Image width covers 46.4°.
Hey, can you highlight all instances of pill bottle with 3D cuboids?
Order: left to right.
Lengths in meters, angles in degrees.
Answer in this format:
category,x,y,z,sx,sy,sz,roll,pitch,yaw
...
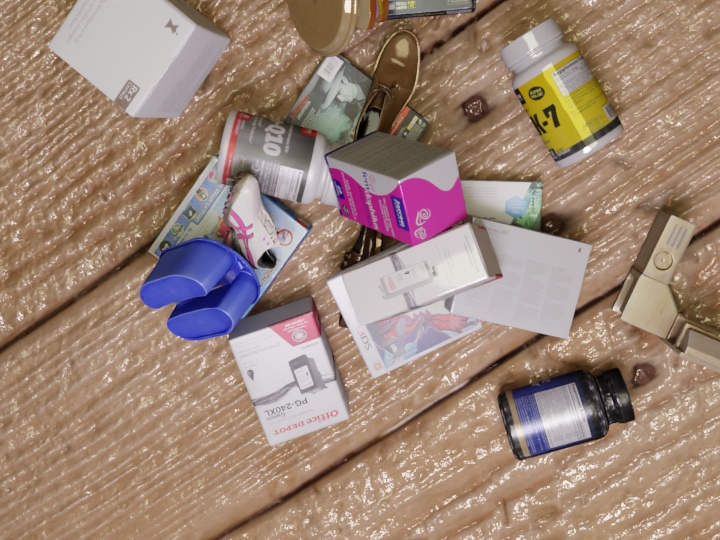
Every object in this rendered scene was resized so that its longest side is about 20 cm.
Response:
category,x,y,z,sx,sy,sz,roll,pitch,yaw
pill bottle,-0.116,-0.169,1.300,0.197,0.114,0.115,12,100,-7
pill bottle,0.300,-0.268,1.266,0.114,0.114,0.201,-31,94,10
pill bottle,0.327,0.225,1.341,0.198,0.112,0.113,-18,97,8

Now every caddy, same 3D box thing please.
category,x,y,z,sx,sy,sz,roll,pitch,yaw
caddy,-0.246,0.023,1.301,0.198,0.105,0.142,-14,124,41

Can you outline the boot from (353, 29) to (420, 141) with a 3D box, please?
category,x,y,z,sx,sy,sz,roll,pitch,yaw
boot,0.041,-0.273,1.294,0.073,0.075,0.202,21,100,4

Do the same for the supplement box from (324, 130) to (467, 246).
category,x,y,z,sx,sy,sz,roll,pitch,yaw
supplement box,0.048,-0.121,1.190,0.103,0.199,0.102,-28,119,-24

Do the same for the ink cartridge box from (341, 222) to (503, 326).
category,x,y,z,sx,sy,sz,roll,pitch,yaw
ink cartridge box,0.091,0.007,1.209,0.198,0.146,0.084,-22,84,17

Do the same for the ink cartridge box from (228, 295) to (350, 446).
category,x,y,z,sx,sy,sz,roll,pitch,yaw
ink cartridge box,-0.113,0.165,1.369,0.143,0.083,0.202,-19,108,0

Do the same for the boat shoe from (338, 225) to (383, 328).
category,x,y,z,sx,sy,sz,roll,pitch,yaw
boat shoe,0.000,0.000,1.363,0.069,0.070,0.203,5,100,1

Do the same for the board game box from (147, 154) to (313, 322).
category,x,y,z,sx,sy,sz,roll,pitch,yaw
board game box,-0.214,-0.052,1.387,0.195,0.056,0.201,38,101,-1

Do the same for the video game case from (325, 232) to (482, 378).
category,x,y,z,sx,sy,sz,roll,pitch,yaw
video game case,0.071,0.052,1.334,0.198,0.023,0.184,-25,106,3

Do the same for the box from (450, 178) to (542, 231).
category,x,y,z,sx,sy,sz,roll,pitch,yaw
box,0.215,-0.045,1.350,0.142,0.036,0.203,2,101,6

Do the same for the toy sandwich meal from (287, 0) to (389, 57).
category,x,y,z,sx,sy,sz,roll,pitch,yaw
toy sandwich meal,-0.039,-0.423,1.267,0.070,0.204,0.208,-18,98,-31

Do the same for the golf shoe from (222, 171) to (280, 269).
category,x,y,z,sx,sy,sz,roll,pitch,yaw
golf shoe,-0.160,-0.075,1.273,0.091,0.201,0.073,17,57,3

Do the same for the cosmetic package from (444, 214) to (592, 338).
category,x,y,z,sx,sy,sz,roll,pitch,yaw
cosmetic package,0.244,0.009,1.305,0.197,0.052,0.153,13,99,-9

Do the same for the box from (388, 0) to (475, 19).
category,x,y,z,sx,sy,sz,roll,pitch,yaw
box,0.076,-0.473,1.291,0.197,0.051,0.160,-2,98,7

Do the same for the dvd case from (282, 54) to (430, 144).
category,x,y,z,sx,sy,sz,roll,pitch,yaw
dvd case,-0.008,-0.238,1.353,0.199,0.022,0.147,35,101,-1

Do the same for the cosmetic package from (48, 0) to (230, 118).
category,x,y,z,sx,sy,sz,roll,pitch,yaw
cosmetic package,-0.329,-0.347,1.281,0.164,0.200,0.165,38,100,-1

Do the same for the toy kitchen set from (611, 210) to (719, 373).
category,x,y,z,sx,sy,sz,roll,pitch,yaw
toy kitchen set,0.519,0.039,1.264,0.198,0.163,0.182,23,101,2
